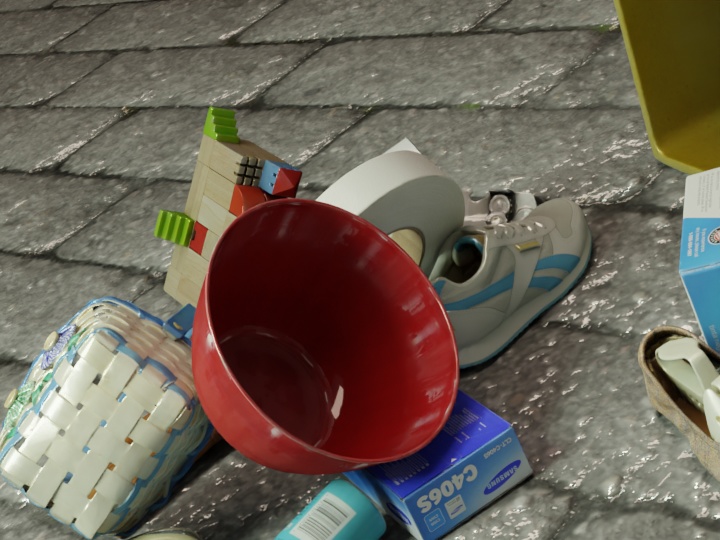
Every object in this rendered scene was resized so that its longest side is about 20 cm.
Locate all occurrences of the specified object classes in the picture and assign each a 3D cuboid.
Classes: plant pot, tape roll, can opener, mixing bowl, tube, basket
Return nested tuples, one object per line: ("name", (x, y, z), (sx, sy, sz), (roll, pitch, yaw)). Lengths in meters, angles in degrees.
("plant pot", (0.350, -0.197, 1.452), (0.199, 0.196, 0.195), (-25, 23, -16))
("tape roll", (0.000, 0.000, 1.373), (0.202, 0.204, 0.037), (-37, 61, -25))
("can opener", (0.064, -0.042, 1.538), (0.198, 0.053, 0.066), (2, -8, 14))
("mixing bowl", (-0.041, 0.064, 1.222), (0.108, 0.200, 0.200), (-46, 4, 45))
("tube", (-0.067, 0.222, 1.171), (0.200, 0.051, 0.077), (-42, 24, -23))
("basket", (-0.180, 0.103, 1.299), (0.177, 0.139, 0.200), (-55, -3, 1))

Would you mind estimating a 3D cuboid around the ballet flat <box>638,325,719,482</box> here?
("ballet flat", (0.231, 0.087, 1.125), (0.068, 0.068, 0.200), (-30, 25, -11))

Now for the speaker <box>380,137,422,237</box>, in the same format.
("speaker", (-0.017, -0.023, 1.473), (0.199, 0.081, 0.081), (-35, 24, -1))

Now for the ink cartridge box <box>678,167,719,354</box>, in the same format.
("ink cartridge box", (0.331, -0.028, 1.237), (0.198, 0.086, 0.147), (-14, 27, 21))

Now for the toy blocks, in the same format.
("toy blocks", (-0.106, -0.028, 1.568), (0.099, 0.202, 0.136), (7, 14, -36))

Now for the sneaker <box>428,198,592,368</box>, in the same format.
("sneaker", (0.117, -0.007, 1.411), (0.076, 0.081, 0.200), (-2, 31, 44))

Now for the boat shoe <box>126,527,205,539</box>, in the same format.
("boat shoe", (-0.195, 0.238, 1.224), (0.198, 0.076, 0.074), (-21, 27, 12))

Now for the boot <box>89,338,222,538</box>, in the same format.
("boot", (-0.173, 0.130, 1.467), (0.200, 0.069, 0.188), (-43, 36, -18))

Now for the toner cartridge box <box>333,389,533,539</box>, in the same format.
("toner cartridge box", (0.034, 0.121, 1.275), (0.095, 0.043, 0.200), (-33, 25, -13))
